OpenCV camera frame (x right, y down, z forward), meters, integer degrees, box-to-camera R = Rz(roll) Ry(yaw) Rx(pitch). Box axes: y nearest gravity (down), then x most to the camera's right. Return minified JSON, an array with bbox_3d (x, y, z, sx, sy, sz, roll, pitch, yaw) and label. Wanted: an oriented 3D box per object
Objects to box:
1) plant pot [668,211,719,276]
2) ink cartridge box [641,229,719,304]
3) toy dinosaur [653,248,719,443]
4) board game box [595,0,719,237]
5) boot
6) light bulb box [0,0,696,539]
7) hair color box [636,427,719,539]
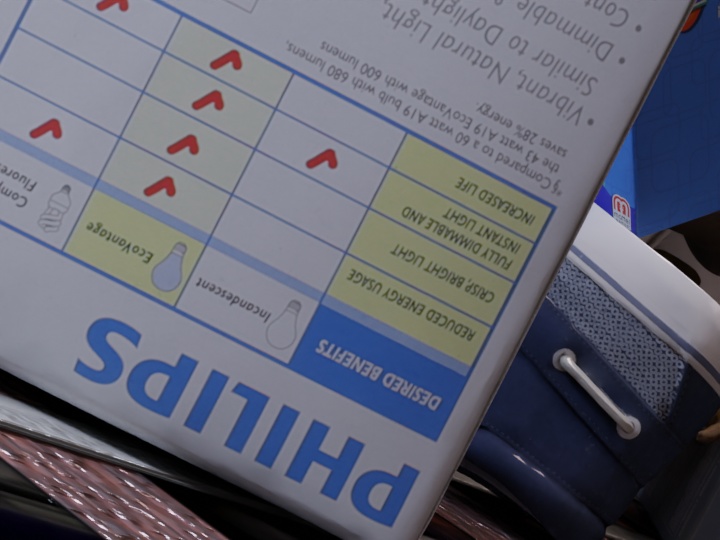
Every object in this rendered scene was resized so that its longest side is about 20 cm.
[{"bbox_3d":[0.106,-0.098,1.030,0.174,0.201,0.200,6,8,-11],"label":"plant pot"},{"bbox_3d":[0.118,0.019,1.259,0.146,0.084,0.200,50,-8,-28],"label":"ink cartridge box"},{"bbox_3d":[0.112,0.046,1.029,0.060,0.106,0.200,56,-26,-18],"label":"toy dinosaur"},{"bbox_3d":[0.057,-0.130,0.854,0.045,0.200,0.152,-19,30,-25],"label":"board game box"},{"bbox_3d":[0.023,-0.002,0.854,0.200,0.090,0.073,39,-5,17],"label":"boot"},{"bbox_3d":[-0.036,-0.065,0.678,0.198,0.200,0.125,27,2,-8],"label":"light bulb box"},{"bbox_3d":[0.170,0.096,1.051,0.099,0.061,0.200,28,4,0],"label":"hair color box"}]
